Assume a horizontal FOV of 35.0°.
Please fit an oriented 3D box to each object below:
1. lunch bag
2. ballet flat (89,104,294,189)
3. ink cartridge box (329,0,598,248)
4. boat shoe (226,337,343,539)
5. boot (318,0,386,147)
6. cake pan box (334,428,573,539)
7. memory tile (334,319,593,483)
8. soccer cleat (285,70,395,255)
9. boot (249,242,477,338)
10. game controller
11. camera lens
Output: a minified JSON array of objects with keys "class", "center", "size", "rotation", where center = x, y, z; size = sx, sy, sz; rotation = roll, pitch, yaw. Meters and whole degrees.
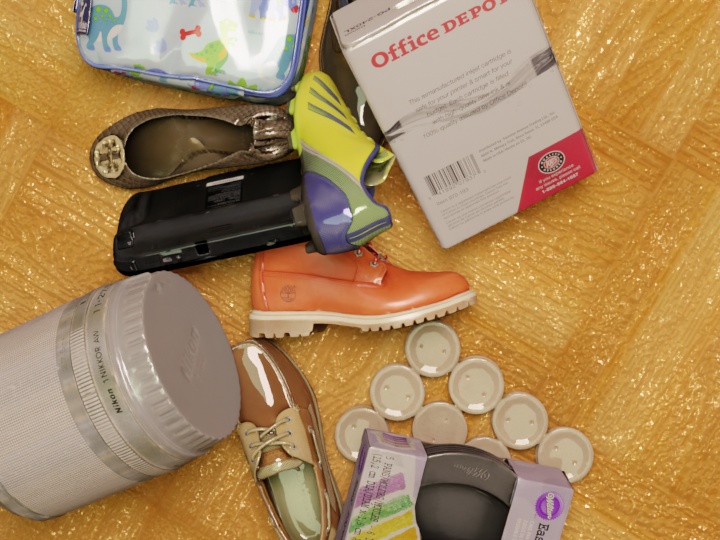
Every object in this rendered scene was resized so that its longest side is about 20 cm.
[{"class":"lunch bag","center":[-0.136,-0.233,0.965],"size":[0.197,0.082,0.163],"rotation":[12,92,3]},{"class":"ballet flat","center":[-0.148,-0.108,0.978],"size":[0.197,0.046,0.068],"rotation":[-4,98,17]},{"class":"ink cartridge box","center":[0.083,-0.141,0.906],"size":[0.144,0.084,0.201],"rotation":[-26,123,6]},{"class":"boat shoe","center":[-0.065,0.155,0.989],"size":[0.075,0.074,0.202],"rotation":[-23,92,6]},{"class":"boot","center":[-0.002,-0.195,0.946],"size":[0.074,0.097,0.203],"rotation":[0,94,4]},{"class":"cake pan box","center":[0.070,0.242,0.970],"size":[0.182,0.052,0.203],"rotation":[14,101,-9]},{"class":"memory tile","center":[0.089,0.154,1.005],"size":[0.199,0.017,0.154],"rotation":[39,96,1]},{"class":"soccer cleat","center":[-0.014,-0.090,0.901],"size":[0.083,0.202,0.065],"rotation":[-14,134,6]},{"class":"boot","center":[0.000,0.000,0.975],"size":[0.197,0.075,0.109],"rotation":[-2,89,6]},{"class":"game controller","center":[-0.114,-0.048,0.970],"size":[0.197,0.105,0.043],"rotation":[-11,121,6]},{"class":"camera lens","center":[-0.219,0.105,0.942],"size":[0.198,0.160,0.162],"rotation":[-23,92,17]}]
